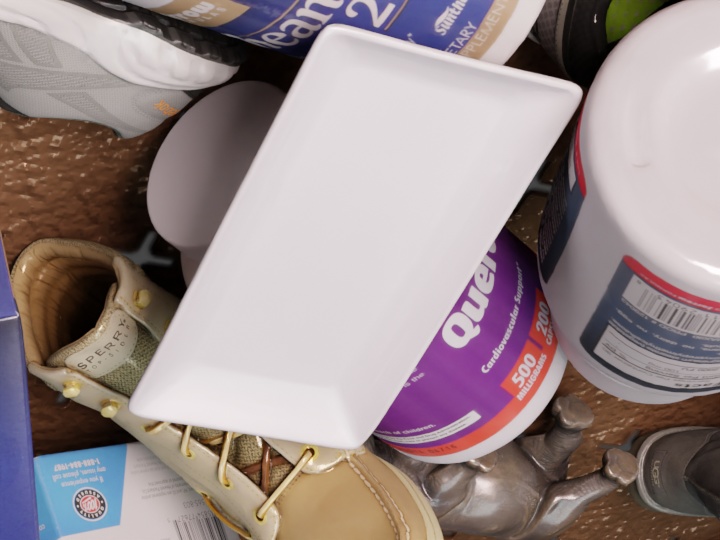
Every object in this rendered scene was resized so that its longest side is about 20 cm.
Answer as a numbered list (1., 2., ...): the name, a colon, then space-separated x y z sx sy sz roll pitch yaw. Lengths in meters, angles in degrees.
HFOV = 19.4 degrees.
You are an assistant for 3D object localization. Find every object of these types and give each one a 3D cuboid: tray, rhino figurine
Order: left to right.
1. tray: -0.008 -0.011 0.801 0.107 0.022 0.200 11 129 -26
2. rhino figurine: 0.037 0.100 1.076 0.200 0.060 0.087 10 141 -26

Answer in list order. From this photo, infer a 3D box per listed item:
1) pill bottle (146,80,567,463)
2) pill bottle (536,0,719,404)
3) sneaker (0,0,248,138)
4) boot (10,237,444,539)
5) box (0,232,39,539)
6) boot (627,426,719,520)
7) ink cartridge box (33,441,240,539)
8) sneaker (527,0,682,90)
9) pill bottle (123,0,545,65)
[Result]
1. pill bottle: 0.000 0.000 0.914 0.112 0.112 0.200 -36 137 16
2. pill bottle: 0.133 -0.016 0.840 0.120 0.120 0.200 -14 163 -8
3. sneaker: -0.137 -0.097 0.786 0.200 0.074 0.079 22 128 -38
4. boot: -0.061 0.066 0.901 0.073 0.200 0.155 -48 133 2
5. box: -0.159 0.023 0.865 0.032 0.121 0.200 -9 138 -12
6. boot: 0.246 0.111 1.082 0.182 0.073 0.200 -7 179 -18
7. ink cartridge box: -0.100 0.184 0.976 0.068 0.200 0.115 -30 164 36
8. sneaker: 0.152 -0.138 0.849 0.200 0.087 0.074 -34 137 14
9. pill bottle: -0.034 -0.138 0.753 0.200 0.111 0.111 15 128 -34
